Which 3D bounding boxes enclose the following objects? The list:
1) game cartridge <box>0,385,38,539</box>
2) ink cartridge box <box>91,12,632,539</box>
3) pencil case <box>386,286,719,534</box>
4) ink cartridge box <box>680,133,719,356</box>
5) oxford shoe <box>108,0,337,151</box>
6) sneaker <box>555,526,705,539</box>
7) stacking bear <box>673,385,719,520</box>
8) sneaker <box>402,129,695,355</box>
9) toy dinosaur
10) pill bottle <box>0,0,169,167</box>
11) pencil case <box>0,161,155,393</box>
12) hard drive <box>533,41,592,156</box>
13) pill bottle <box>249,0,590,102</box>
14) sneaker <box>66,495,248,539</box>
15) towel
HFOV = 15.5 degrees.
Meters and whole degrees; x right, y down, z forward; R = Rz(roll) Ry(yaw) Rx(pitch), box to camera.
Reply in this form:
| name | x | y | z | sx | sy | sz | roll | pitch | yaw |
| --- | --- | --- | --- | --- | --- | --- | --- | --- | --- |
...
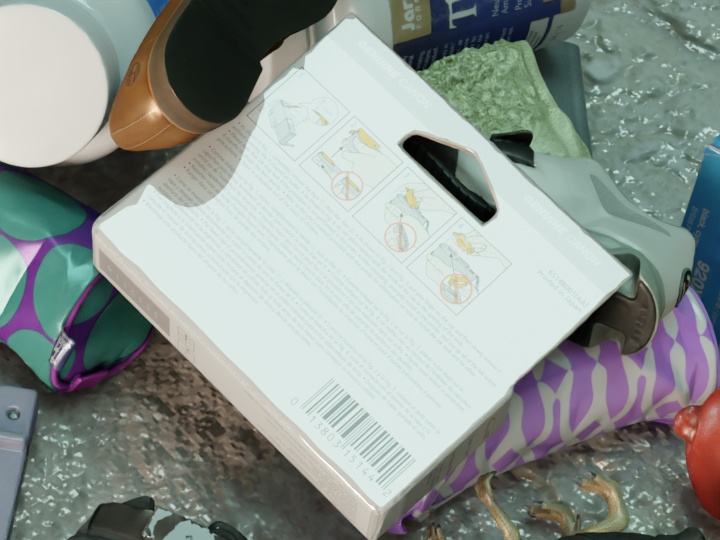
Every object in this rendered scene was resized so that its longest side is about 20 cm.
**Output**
| name | x | y | z | sx | sy | sz | roll | pitch | yaw |
| --- | --- | --- | --- | --- | --- | --- | --- | --- | --- |
| game cartridge | -0.231 | 0.128 | 1.243 | 0.129 | 0.039 | 0.201 | 12 | 47 | -6 |
| ink cartridge box | 0.000 | 0.000 | 1.268 | 0.176 | 0.045 | 0.200 | -40 | 74 | -20 |
| pencil case | 0.086 | 0.064 | 1.331 | 0.199 | 0.084 | 0.086 | -18 | 92 | -22 |
| ink cartridge box | 0.284 | -0.001 | 1.380 | 0.200 | 0.145 | 0.147 | 36 | 52 | 21 |
| oxford shoe | -0.070 | -0.128 | 1.315 | 0.071 | 0.071 | 0.200 | 51 | 42 | -13 |
| sneaker | 0.111 | 0.211 | 1.198 | 0.090 | 0.076 | 0.201 | 6 | 60 | 5 |
| stacking bear | 0.236 | 0.129 | 1.285 | 0.121 | 0.114 | 0.200 | -22 | 51 | -28 |
| sneaker | 0.076 | -0.030 | 1.330 | 0.199 | 0.074 | 0.088 | 29 | 40 | 15 |
| toy dinosaur | 0.102 | 0.155 | 1.280 | 0.198 | 0.058 | 0.102 | 6 | 63 | -9 |
| pill bottle | -0.150 | -0.118 | 1.374 | 0.111 | 0.113 | 0.200 | 13 | 18 | 1 |
| pencil case | -0.200 | -0.017 | 1.344 | 0.199 | 0.093 | 0.085 | 32 | 14 | 19 |
| hard drive | 0.060 | -0.052 | 1.461 | 0.138 | 0.033 | 0.201 | 4 | 48 | -7 |
| pill bottle | 0.019 | -0.156 | 1.448 | 0.199 | 0.111 | 0.111 | -18 | 54 | -24 |
| sneaker | -0.060 | 0.176 | 1.200 | 0.199 | 0.077 | 0.111 | 29 | 56 | 20 |
| towel | 0.031 | -0.032 | 1.375 | 0.199 | 0.037 | 0.149 | -25 | 73 | -17 |
